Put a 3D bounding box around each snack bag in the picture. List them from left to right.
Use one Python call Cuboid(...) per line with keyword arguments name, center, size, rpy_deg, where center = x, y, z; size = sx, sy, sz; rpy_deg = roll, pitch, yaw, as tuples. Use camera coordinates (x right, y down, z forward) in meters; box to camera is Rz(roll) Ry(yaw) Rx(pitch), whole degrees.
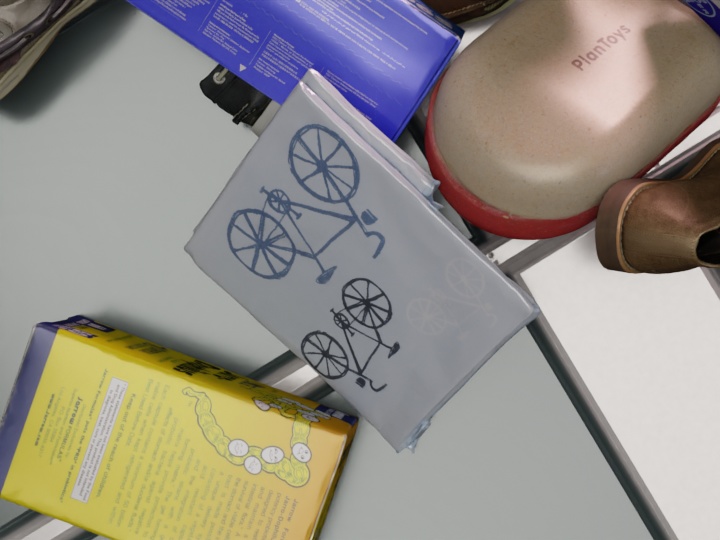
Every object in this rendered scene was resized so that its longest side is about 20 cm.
Cuboid(name="snack bag", center=(0.000, 0.000, 1.189), size=(0.200, 0.021, 0.189), rpy_deg=(43, 137, 3))

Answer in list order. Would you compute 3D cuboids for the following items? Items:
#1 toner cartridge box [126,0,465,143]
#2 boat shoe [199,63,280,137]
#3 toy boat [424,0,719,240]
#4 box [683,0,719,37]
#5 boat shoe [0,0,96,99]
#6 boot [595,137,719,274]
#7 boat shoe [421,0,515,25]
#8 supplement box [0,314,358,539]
Cuboid(name="toner cartridge box", center=(-0.046, -0.157, 1.167), size=(0.199, 0.043, 0.095), rpy_deg=(34, 104, -2))
Cuboid(name="boat shoe", center=(-0.025, -0.176, 1.217), size=(0.060, 0.076, 0.200), rpy_deg=(35, 92, -3))
Cuboid(name="toy boat", center=(0.123, -0.085, 1.188), size=(0.130, 0.131, 0.200), rpy_deg=(38, 54, 19))
Cuboid(name="box", center=(0.299, -0.146, 1.101), size=(0.184, 0.200, 0.105), rpy_deg=(39, 83, -21))
Cuboid(name="boat shoe", center=(-0.194, -0.183, 1.182), size=(0.072, 0.065, 0.200), rpy_deg=(40, 93, 3))
Cuboid(name="boot", center=(0.218, -0.032, 1.147), size=(0.075, 0.200, 0.074), rpy_deg=(9, 109, 36))
Cuboid(name="boat shoe", center=(0.080, -0.197, 1.160), size=(0.202, 0.075, 0.075), rpy_deg=(-30, 91, 43))
Cuboid(name="supplement box", center=(-0.113, 0.112, 1.210), size=(0.199, 0.109, 0.110), rpy_deg=(20, 92, 3))
